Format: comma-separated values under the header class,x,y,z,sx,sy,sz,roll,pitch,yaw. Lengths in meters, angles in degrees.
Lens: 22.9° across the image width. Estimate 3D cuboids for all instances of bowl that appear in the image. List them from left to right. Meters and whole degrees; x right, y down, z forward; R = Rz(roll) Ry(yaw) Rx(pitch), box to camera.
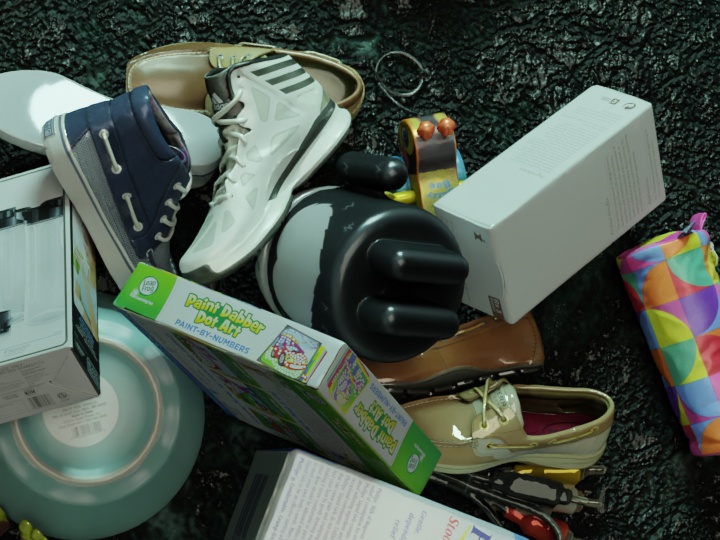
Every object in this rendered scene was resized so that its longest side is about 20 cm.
class,x,y,z,sx,sy,sz,roll,pitch,yaw
bowl,-0.215,0.111,1.384,0.200,0.105,0.201,1,84,-12

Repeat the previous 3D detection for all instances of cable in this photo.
class,x,y,z,sx,sy,sz,roll,pitch,yaw
cable,0.104,0.184,1.480,0.200,0.050,0.097,15,79,1

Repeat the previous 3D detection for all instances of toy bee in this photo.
class,x,y,z,sx,sy,sz,roll,pitch,yaw
toy bee,0.050,-0.083,1.458,0.131,0.109,0.200,-33,91,-11

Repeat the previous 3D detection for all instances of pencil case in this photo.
class,x,y,z,sx,sy,sz,roll,pitch,yaw
pencil case,0.288,0.057,1.504,0.088,0.088,0.200,-19,89,-13

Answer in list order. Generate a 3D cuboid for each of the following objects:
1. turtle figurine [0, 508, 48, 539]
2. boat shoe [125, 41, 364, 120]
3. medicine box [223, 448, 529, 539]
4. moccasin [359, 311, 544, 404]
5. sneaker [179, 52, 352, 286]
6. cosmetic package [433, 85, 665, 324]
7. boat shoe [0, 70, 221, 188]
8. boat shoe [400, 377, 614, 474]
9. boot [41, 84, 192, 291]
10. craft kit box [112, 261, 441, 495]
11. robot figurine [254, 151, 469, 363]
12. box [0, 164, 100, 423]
class,x,y,z,sx,sy,sz,roll,pitch,yaw
turtle figurine,-0.306,0.256,1.338,0.161,0.200,0.064,-47,128,-27
boat shoe,-0.092,-0.156,1.454,0.200,0.074,0.076,0,83,-12
medicine box,0.006,0.219,1.376,0.200,0.182,0.103,22,80,-8
moccasin,0.052,0.065,1.460,0.201,0.074,0.078,-12,77,-10
sneaker,-0.101,-0.088,1.370,0.115,0.076,0.201,47,61,-21
cosmetic package,0.158,-0.057,1.453,0.200,0.074,0.102,-35,128,-27
boat shoe,-0.212,-0.107,1.430,0.200,0.066,0.072,8,60,-13
boat shoe,0.114,0.120,1.448,0.200,0.066,0.074,0,45,-21
boot,-0.163,-0.048,1.380,0.090,0.073,0.200,-20,129,10
craft kit box,-0.060,0.083,1.330,0.197,0.200,0.049,23,73,33
robot figurine,-0.002,0.001,1.366,0.150,0.200,0.125,-47,120,-14
box,-0.261,0.017,1.337,0.116,0.060,0.200,-15,46,6
